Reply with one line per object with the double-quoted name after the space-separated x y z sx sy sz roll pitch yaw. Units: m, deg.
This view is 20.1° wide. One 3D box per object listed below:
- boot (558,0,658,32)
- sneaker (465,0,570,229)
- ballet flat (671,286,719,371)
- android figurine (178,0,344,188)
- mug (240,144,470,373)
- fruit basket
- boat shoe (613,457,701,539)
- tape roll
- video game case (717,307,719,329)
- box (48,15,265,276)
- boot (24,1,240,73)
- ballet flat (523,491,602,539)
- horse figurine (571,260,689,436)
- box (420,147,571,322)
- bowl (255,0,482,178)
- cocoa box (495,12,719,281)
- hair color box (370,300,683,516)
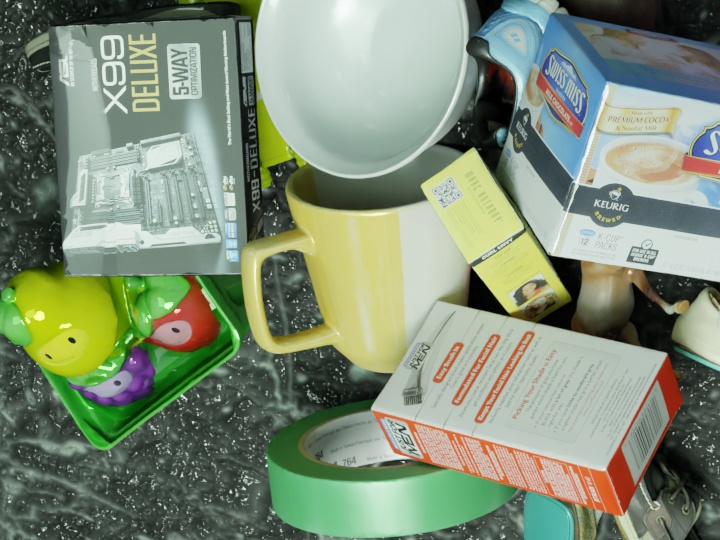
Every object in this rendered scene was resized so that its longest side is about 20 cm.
0.131 -0.197 1.520 0.199 0.072 0.167 13 119 34 "boot"
0.116 -0.106 1.503 0.078 0.090 0.201 21 137 47 "sneaker"
0.325 0.075 1.505 0.199 0.069 0.070 31 118 19 "ballet flat"
-0.091 -0.169 1.673 0.181 0.041 0.201 -14 97 32 "android figurine"
0.005 -0.004 1.607 0.185 0.150 0.154 -5 114 4 "mug"
-0.209 0.051 1.714 0.215 0.215 0.156 -37 86 33 "fruit basket"
0.231 0.183 1.570 0.066 0.072 0.202 -12 123 14 "boat shoe"
0.026 0.153 1.612 0.199 0.200 0.048 2 106 29 "tape roll"
0.350 -0.025 1.336 0.199 0.022 0.183 13 111 11 "video game case"
-0.159 -0.097 1.595 0.157 0.050 0.201 0 98 15 "box"
-0.180 -0.134 1.662 0.203 0.073 0.155 -6 96 28 "boot"
0.166 0.165 1.615 0.070 0.071 0.201 8 122 27 "ballet flat"
0.200 0.034 1.549 0.132 0.050 0.201 39 139 53 "horse figurine"
0.103 -0.019 1.500 0.050 0.200 0.075 -33 70 5 "box"
0.022 -0.172 1.557 0.200 0.090 0.202 4 96 37 "bowl"
0.219 -0.083 1.416 0.199 0.134 0.132 9 116 -19 "cocoa box"
0.122 0.099 1.497 0.199 0.111 0.064 14 146 32 "hair color box"
